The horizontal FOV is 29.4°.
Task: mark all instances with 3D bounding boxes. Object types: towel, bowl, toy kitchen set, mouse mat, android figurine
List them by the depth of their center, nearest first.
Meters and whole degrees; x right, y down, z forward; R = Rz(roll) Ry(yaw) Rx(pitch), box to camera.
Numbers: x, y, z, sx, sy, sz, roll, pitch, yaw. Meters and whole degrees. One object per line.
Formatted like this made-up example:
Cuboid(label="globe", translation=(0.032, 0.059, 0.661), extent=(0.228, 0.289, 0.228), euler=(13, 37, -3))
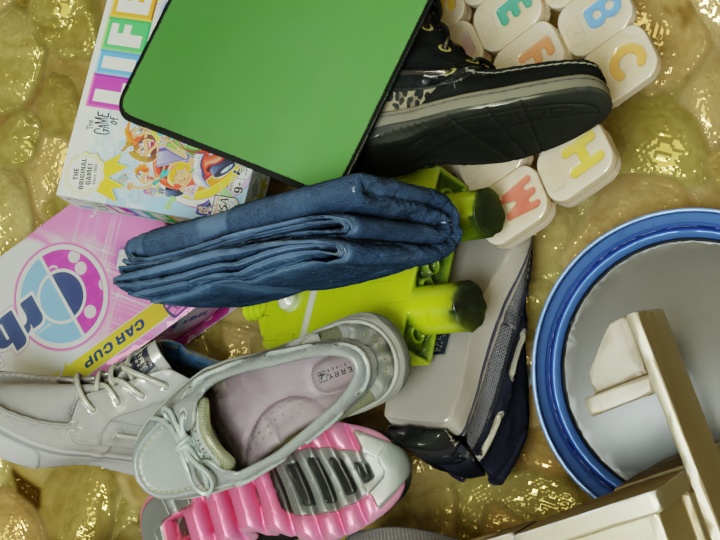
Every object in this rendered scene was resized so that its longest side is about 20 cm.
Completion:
Cuboid(label="toy kitchen set", translation=(0.108, 0.129, 0.769), extent=(0.179, 0.200, 0.164), euler=(-22, 81, 23))
Cuboid(label="towel", translation=(-0.044, -0.010, 0.818), extent=(0.199, 0.111, 0.049), euler=(-13, 78, 40))
Cuboid(label="mouse mat", translation=(-0.053, -0.142, 0.847), extent=(0.199, 0.008, 0.162), euler=(23, 85, 34))
Cuboid(label="bowl", translation=(0.208, 0.062, 0.862), extent=(0.199, 0.039, 0.202), euler=(-1, 86, 16))
Cuboid(label="android figurine", translation=(0.000, 0.000, 0.880), extent=(0.199, 0.041, 0.183), euler=(-4, 65, 44))

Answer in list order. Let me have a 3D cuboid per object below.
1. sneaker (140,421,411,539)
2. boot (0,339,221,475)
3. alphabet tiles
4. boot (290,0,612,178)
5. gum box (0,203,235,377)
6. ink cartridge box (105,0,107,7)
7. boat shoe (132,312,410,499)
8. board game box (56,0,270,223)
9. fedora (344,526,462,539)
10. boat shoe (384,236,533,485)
Cuboid(label="sneaker", translation=(-0.046, 0.146, 0.894), extent=(0.199, 0.095, 0.080), euler=(-20, 76, 27))
Cuboid(label="boot", translation=(-0.163, 0.077, 0.886), extent=(0.096, 0.199, 0.074), euler=(-52, 47, 21))
Cuboid(label="alphabet tiles", translation=(0.091, -0.118, 0.878), extent=(0.195, 0.015, 0.201), euler=(-35, 58, 27))
Cuboid(label="boot", translation=(0.048, -0.142, 0.834), extent=(0.202, 0.073, 0.155), euler=(-9, 66, 24))
Cuboid(label="gum box", translation=(-0.198, 0.030, 0.963), extent=(0.199, 0.066, 0.114), euler=(-35, 76, 11))
Cuboid(label="ink cartridge box", translation=(-0.079, -0.180, 0.955), extent=(0.198, 0.047, 0.199), euler=(-2, 82, 18))
Cuboid(label="boat shoe", translation=(-0.065, 0.085, 0.812), extent=(0.201, 0.065, 0.075), euler=(-25, 85, 26))
Cuboid(label="board game box", translation=(-0.112, -0.131, 0.910), extent=(0.133, 0.034, 0.202), euler=(9, 81, 17))
Cuboid(label="fedora", translation=(0.048, 0.224, 0.854), extent=(0.199, 0.177, 0.091), euler=(27, 58, -6))
Cuboid(label="boat shoe", translation=(0.079, 0.042, 0.890), extent=(0.074, 0.093, 0.201), euler=(2, 58, 38))
